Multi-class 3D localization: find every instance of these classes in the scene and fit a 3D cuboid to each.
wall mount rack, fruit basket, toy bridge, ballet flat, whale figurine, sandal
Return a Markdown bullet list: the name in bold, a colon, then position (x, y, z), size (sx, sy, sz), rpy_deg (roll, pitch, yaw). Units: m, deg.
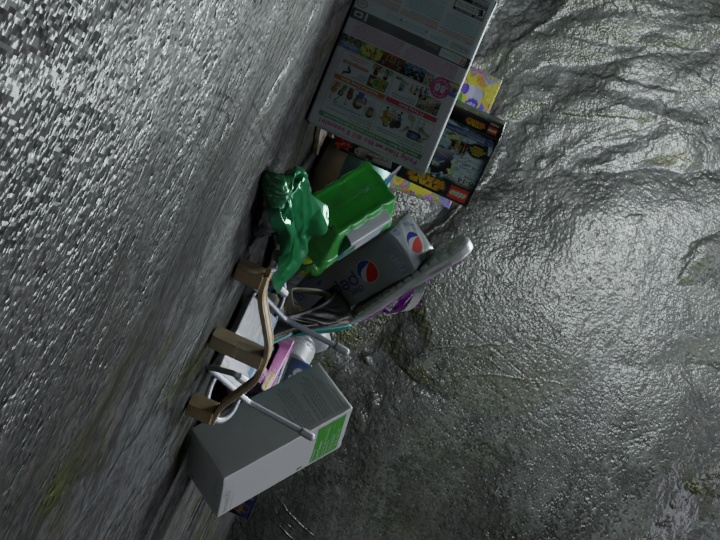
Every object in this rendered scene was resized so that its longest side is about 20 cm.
- **wall mount rack**: position (-0.099, 0.106, 1.337), size (0.174, 0.074, 0.203), rpy_deg (49, 58, -49)
- **fruit basket**: position (-0.036, -0.042, 1.432), size (0.184, 0.094, 0.201), rpy_deg (-33, 164, -33)
- **toy bridge**: position (-0.129, 0.083, 1.209), size (0.027, 0.066, 0.202), rpy_deg (-62, 175, -65)
- **ballet flat**: position (-0.097, 0.061, 1.438), size (0.198, 0.070, 0.068), rpy_deg (-13, 174, -42)
- **whale figurine**: position (-0.022, -0.097, 1.568), size (0.159, 0.102, 0.203), rpy_deg (-64, 175, -65)
- **sandal**: position (0.068, 0.027, 1.479), size (0.201, 0.050, 0.083), rpy_deg (-33, -172, 23)

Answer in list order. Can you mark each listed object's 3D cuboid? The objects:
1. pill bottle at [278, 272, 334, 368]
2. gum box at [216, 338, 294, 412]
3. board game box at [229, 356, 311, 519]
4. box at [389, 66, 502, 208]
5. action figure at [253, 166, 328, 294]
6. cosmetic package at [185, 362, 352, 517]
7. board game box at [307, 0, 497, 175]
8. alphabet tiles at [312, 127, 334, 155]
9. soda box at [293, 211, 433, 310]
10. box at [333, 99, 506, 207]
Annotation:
- **pill bottle**: position (-0.077, 0.047, 1.706), size (0.110, 0.108, 0.202), rpy_deg (110, 3, -64)
- **gum box**: position (-0.159, 0.180, 1.552), size (0.114, 0.065, 0.202), rpy_deg (-66, 179, -52)
- **board game box**: position (-0.131, 0.243, 1.624), size (0.136, 0.034, 0.202), rpy_deg (113, -1, -56)
- **box**: position (0.084, -0.228, 1.674), size (0.203, 0.120, 0.193), rpy_deg (-67, -153, 11)
- **action figure**: position (-0.078, -0.059, 1.177), size (0.200, 0.054, 0.120), rpy_deg (85, 29, -72)
- **cosmetic package**: position (-0.118, 0.215, 1.437), size (0.198, 0.085, 0.108), rpy_deg (-27, 153, -28)
- **board game box**: position (0.045, -0.228, 1.243), size (0.064, 0.145, 0.203), rpy_deg (-79, -167, -86)
- **alphabet tiles**: position (-0.013, -0.248, 1.395), size (0.200, 0.014, 0.198), rpy_deg (110, 3, -70)
- **soda box**: position (0.000, 0.000, 1.505), size (0.199, 0.064, 0.068), rpy_deg (-30, -170, 37)
- **box**: position (0.072, -0.174, 1.437), size (0.138, 0.197, 0.040), rpy_deg (111, 3, -54)
